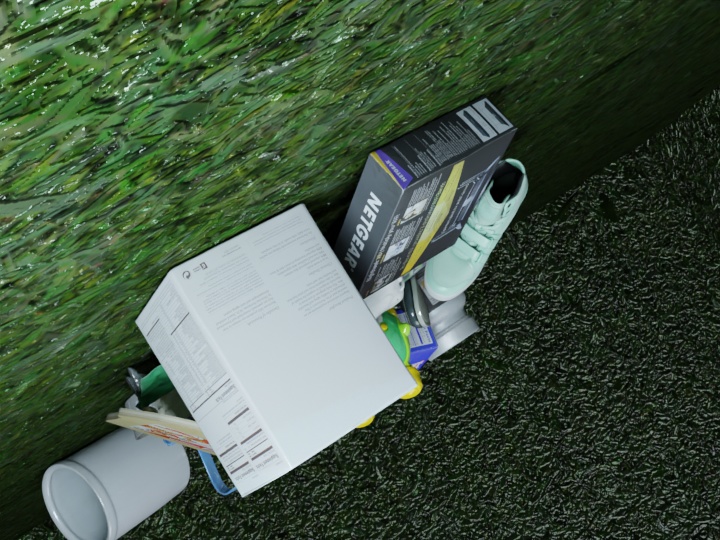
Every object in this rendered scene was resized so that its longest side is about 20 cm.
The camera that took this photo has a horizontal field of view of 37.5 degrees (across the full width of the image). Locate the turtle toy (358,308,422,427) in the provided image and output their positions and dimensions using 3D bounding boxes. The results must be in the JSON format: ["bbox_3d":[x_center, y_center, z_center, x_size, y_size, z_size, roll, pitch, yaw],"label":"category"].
[{"bbox_3d":[-0.022,0.118,1.342,0.200,0.146,0.101,-33,143,16],"label":"turtle toy"}]

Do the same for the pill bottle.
[{"bbox_3d":[0.091,0.032,1.646,0.116,0.200,0.116,-33,174,-4],"label":"pill bottle"}]

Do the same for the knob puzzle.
[{"bbox_3d":[-0.194,0.189,1.270,0.220,0.219,0.031,132,-26,-71],"label":"knob puzzle"}]

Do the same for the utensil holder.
[{"bbox_3d":[-0.424,0.367,1.855,0.170,0.170,0.200,-38,176,42],"label":"utensil holder"}]

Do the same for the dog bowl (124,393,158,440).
[{"bbox_3d":[-0.271,0.181,1.622,0.200,0.059,0.200,-32,175,-3],"label":"dog bowl"}]

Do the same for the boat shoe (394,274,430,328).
[{"bbox_3d":[0.055,0.036,1.497,0.062,0.073,0.200,-19,-158,2],"label":"boat shoe"}]

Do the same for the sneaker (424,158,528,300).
[{"bbox_3d":[0.142,-0.057,1.338,0.201,0.074,0.118,-56,169,-4],"label":"sneaker"}]

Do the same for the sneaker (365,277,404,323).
[{"bbox_3d":[0.018,-0.005,1.241,0.075,0.087,0.200,-89,-161,-48],"label":"sneaker"}]

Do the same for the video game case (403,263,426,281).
[{"bbox_3d":[0.077,-0.049,1.368,0.182,0.023,0.200,-39,161,-24],"label":"video game case"}]

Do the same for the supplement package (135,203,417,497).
[{"bbox_3d":[-0.083,0.077,0.991,0.152,0.200,0.151,-29,174,-31],"label":"supplement package"}]

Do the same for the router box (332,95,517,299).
[{"bbox_3d":[0.057,-0.068,1.070,0.157,0.052,0.200,-30,159,-32],"label":"router box"}]

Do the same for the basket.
[{"bbox_3d":[-0.186,0.195,1.443,0.139,0.200,0.176,-16,167,-46],"label":"basket"}]

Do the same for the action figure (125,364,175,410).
[{"bbox_3d":[-0.197,0.100,1.338,0.200,0.055,0.118,-27,171,-24],"label":"action figure"}]

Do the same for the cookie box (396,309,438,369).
[{"bbox_3d":[-0.009,0.133,1.561,0.199,0.075,0.171,-11,157,-22],"label":"cookie box"}]
